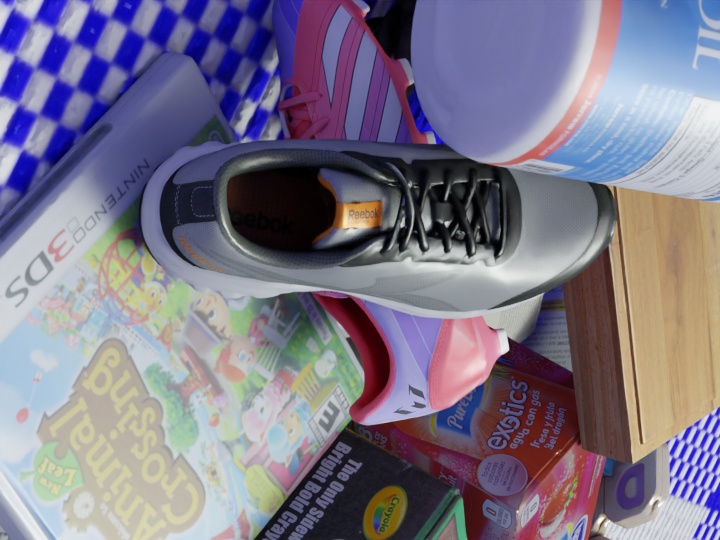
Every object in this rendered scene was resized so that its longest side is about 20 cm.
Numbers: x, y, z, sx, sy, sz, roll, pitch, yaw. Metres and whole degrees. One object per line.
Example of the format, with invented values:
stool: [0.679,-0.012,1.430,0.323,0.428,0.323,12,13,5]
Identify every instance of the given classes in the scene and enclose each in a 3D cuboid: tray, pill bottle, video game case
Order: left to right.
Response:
video game case: [-0.088,0.043,0.913,0.182,0.022,0.201,-49,130,-28]
tray: [0.137,-0.021,1.019,0.098,0.037,0.201,-27,117,-38]
pill bottle: [0.129,-0.088,0.895,0.199,0.112,0.113,6,111,-35]

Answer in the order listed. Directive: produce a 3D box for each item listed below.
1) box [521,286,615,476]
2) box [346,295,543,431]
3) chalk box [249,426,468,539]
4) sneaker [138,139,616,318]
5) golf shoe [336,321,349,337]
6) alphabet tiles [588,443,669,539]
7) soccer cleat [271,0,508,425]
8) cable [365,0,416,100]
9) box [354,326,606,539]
box: [0.126,0.017,1.250,0.049,0.082,0.201,30,68,-34]
box: [0.022,0.033,1.151,0.200,0.068,0.083,-35,144,-46]
chalk box: [-0.024,0.155,1.019,0.125,0.199,0.124,-49,152,-27]
sneaker: [0.014,-0.018,0.880,0.079,0.199,0.075,169,-80,-71]
golf shoe: [0.000,0.000,1.040,0.200,0.097,0.079,-24,141,-51]
alphabet tiles: [0.103,0.123,1.266,0.015,0.200,0.197,26,53,-32]
soccer cleat: [-0.003,-0.031,0.948,0.076,0.201,0.067,-23,-179,-19]
cable: [0.056,-0.065,1.065,0.164,0.051,0.200,59,40,-28]
box: [0.056,0.133,1.118,0.095,0.099,0.201,-43,152,-36]
